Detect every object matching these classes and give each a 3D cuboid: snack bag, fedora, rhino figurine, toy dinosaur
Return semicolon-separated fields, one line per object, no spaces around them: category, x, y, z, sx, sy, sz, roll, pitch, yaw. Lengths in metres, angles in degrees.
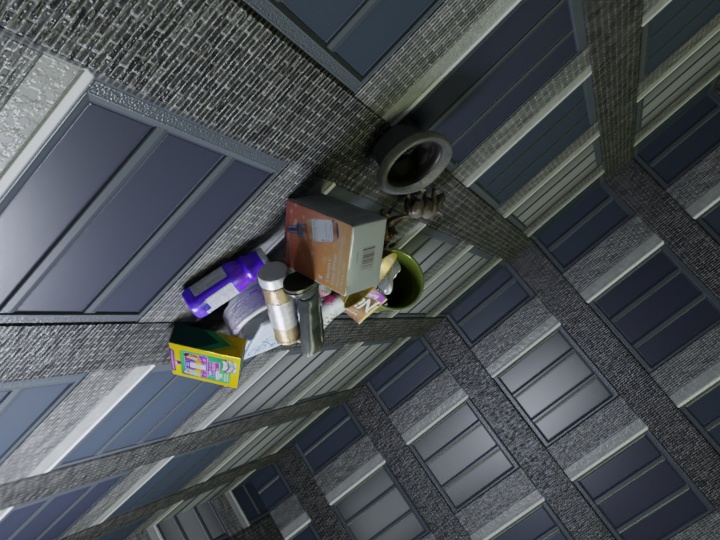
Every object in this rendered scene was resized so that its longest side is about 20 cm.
snack bag;-0.206;0.151;1.496;0.187;0.022;0.200;-19;158;-36
fedora;0.102;-0.258;1.305;0.199;0.091;0.177;-7;144;-46
rhino figurine;0.184;-0.186;1.630;0.199;0.059;0.088;-6;109;-54
toy dinosaur;0.058;-0.093;1.651;0.200;0.086;0.136;-51;170;-1

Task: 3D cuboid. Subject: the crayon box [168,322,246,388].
crayon box;-0.377;0.214;1.456;0.171;0.059;0.200;13;147;-7

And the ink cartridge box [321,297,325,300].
ink cartridge box;-0.158;0.096;1.734;0.093;0.045;0.200;-27;163;6

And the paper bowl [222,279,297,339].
paper bowl;-0.245;0.083;1.456;0.200;0.105;0.201;-30;161;-11

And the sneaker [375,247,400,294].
sneaker;0.082;-0.006;1.716;0.087;0.201;0.075;26;127;-23

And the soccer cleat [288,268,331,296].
soccer cleat;-0.114;0.015;1.535;0.086;0.070;0.200;-25;152;21

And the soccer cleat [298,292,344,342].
soccer cleat;-0.108;0.136;1.640;0.199;0.087;0.070;-29;137;22

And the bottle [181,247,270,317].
bottle;-0.291;0.023;1.298;0.199;0.065;0.084;-35;162;-8

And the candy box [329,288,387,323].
candy box;-0.029;0.052;1.694;0.117;0.057;0.200;-41;121;10

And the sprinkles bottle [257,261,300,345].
sprinkles bottle;-0.179;0.077;1.324;0.068;0.068;0.201;-28;133;-24

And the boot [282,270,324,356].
boot;-0.122;0.097;1.310;0.182;0.072;0.202;-44;144;-64

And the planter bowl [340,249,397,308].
planter bowl;0.000;0.000;1.558;0.200;0.083;0.201;-43;166;-14

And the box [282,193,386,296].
box;-0.059;-0.060;1.241;0.106;0.199;0.154;-17;122;-45

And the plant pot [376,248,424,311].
plant pot;0.082;0.051;1.915;0.199;0.201;0.190;-30;174;-21
